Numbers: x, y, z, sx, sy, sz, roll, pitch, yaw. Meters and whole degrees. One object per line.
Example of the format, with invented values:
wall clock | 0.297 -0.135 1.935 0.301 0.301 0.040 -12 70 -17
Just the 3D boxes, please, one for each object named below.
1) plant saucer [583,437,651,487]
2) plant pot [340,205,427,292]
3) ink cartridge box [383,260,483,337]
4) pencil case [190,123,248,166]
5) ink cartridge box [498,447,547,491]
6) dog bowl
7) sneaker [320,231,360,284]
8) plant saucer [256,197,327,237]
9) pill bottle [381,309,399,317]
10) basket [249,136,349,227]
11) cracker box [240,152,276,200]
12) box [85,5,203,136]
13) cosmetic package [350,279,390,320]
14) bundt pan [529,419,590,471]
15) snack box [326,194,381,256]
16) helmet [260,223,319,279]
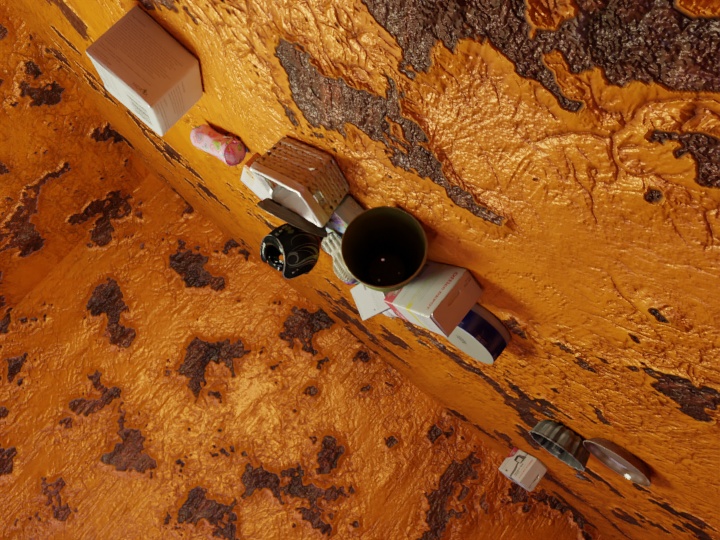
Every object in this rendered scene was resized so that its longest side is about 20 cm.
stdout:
plant saucer | 0.750 0.549 1.500 0.200 0.035 0.200 37 167 10
plant pot | 0.060 -0.024 1.198 0.187 0.187 0.200 36 170 14
ink cartridge box | 0.171 0.061 1.234 0.083 0.145 0.200 47 166 -26
pencil case | -0.436 -0.388 1.585 0.200 0.087 0.087 30 164 34
ink cartridge box | 0.801 0.980 2.549 0.083 0.145 0.200 44 167 -9
dog bowl | 0.291 0.156 1.368 0.200 0.079 0.200 38 167 10
sneaker | -0.026 -0.023 1.330 0.099 0.070 0.200 37 -165 -38
plant saucer | -0.172 -0.141 1.339 0.200 0.030 0.200 25 -172 -4
pill bottle | 0.085 0.082 1.613 0.116 0.116 0.200 46 166 -24
basket | -0.140 -0.216 1.230 0.200 0.123 0.136 31 165 35
cracker box | -0.304 -0.280 1.622 0.134 0.058 0.200 43 166 -10
box | -0.527 -0.489 1.288 0.200 0.171 0.199 42 167 -6
cosmetic package | 0.049 0.066 1.412 0.102 0.074 0.200 67 154 8
bundt pan | 0.662 0.563 1.696 0.202 0.076 0.202 37 167 10
snack box | -0.029 -0.117 1.374 0.169 0.068 0.200 44 168 -21
helmet | -0.239 -0.073 1.839 0.200 0.191 0.200 19 118 41
